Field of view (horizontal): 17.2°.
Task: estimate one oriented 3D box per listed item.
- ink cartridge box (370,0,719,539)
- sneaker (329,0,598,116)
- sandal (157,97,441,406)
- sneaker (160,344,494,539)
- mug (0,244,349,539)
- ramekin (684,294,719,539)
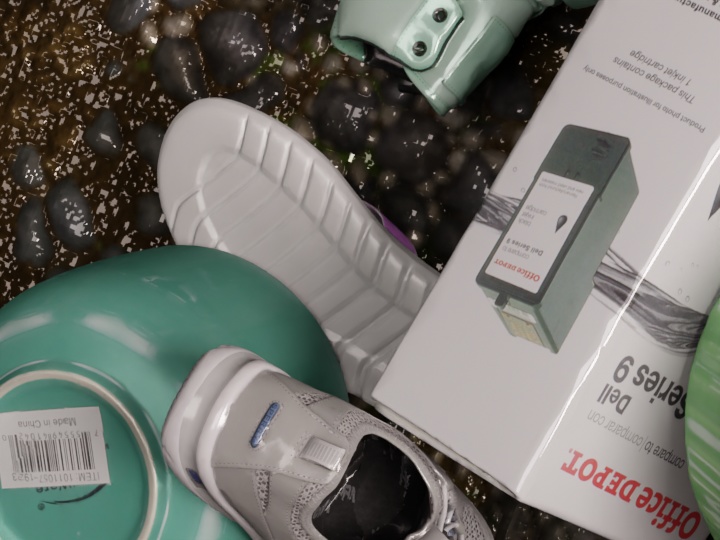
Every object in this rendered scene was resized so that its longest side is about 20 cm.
[{"bbox_3d":[0.114,0.000,0.905,0.084,0.146,0.201,32,93,38],"label":"ink cartridge box"},{"bbox_3d":[0.081,-0.110,0.980,0.200,0.074,0.119,13,79,31],"label":"sneaker"},{"bbox_3d":[-0.004,0.006,1.008,0.203,0.050,0.083,41,111,11],"label":"sandal"},{"bbox_3d":[0.004,0.099,0.903,0.082,0.200,0.075,24,82,37],"label":"sneaker"},{"bbox_3d":[-0.102,0.084,0.973,0.152,0.114,0.185,39,111,13],"label":"mug"},{"bbox_3d":[0.213,0.056,0.846,0.199,0.098,0.201,-4,104,-17],"label":"ramekin"}]
